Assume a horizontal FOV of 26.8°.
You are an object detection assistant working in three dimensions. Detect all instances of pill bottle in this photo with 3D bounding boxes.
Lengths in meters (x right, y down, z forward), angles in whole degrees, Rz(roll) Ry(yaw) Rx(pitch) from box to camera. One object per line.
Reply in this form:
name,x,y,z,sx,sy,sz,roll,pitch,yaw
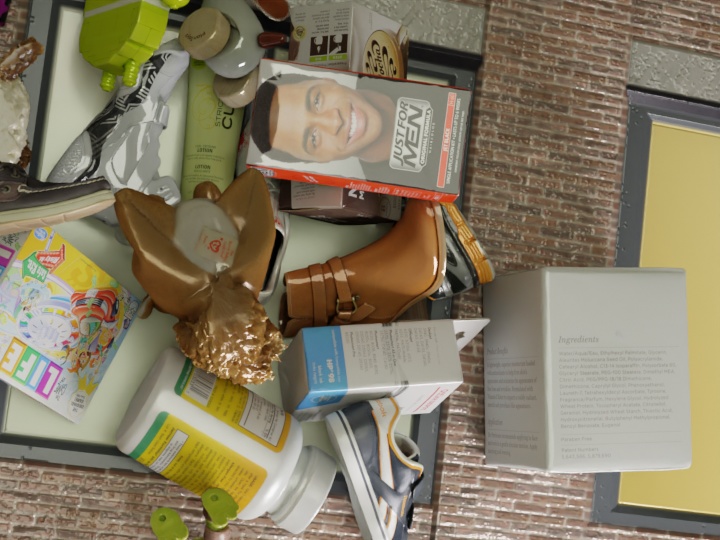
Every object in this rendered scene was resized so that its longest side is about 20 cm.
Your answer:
pill bottle,-0.126,0.169,1.457,0.199,0.113,0.114,31,77,-12

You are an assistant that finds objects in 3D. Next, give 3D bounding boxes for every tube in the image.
tube,-0.147,-0.152,1.506,0.057,0.052,0.203,15,74,-33

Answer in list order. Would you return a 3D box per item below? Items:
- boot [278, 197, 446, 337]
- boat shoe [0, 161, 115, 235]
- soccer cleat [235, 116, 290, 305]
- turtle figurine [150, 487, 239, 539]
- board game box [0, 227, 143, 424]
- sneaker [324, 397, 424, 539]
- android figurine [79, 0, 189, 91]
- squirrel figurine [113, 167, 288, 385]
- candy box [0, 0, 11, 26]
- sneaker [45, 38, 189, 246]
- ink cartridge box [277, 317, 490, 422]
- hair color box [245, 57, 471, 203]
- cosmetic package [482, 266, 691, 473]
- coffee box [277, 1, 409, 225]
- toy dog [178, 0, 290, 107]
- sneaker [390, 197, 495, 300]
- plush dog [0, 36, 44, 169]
boot,0.000,0.000,1.482,0.152,0.074,0.202,0,129,-12
boat shoe,-0.308,-0.063,1.271,0.197,0.072,0.066,-10,88,0
soccer cleat,-0.095,-0.063,1.499,0.068,0.085,0.203,10,83,-16
turtle figurine,-0.142,0.276,1.444,0.197,0.163,0.065,-8,46,-6
board game box,-0.288,0.046,1.386,0.034,0.200,0.136,21,77,28
sneaker,0.028,0.215,1.486,0.079,0.079,0.202,-22,122,-11
android figurine,-0.214,-0.270,1.433,0.041,0.181,0.203,15,79,-36
squirrel figurine,-0.152,0.021,1.400,0.140,0.187,0.202,-18,80,-24
candy box,-0.417,-0.293,1.393,0.197,0.136,0.062,12,81,-16
sneaker,-0.208,-0.123,1.478,0.115,0.075,0.201,40,81,-11
ink cartridge box,0.027,0.100,1.502,0.197,0.116,0.068,-3,70,-16
hair color box,-0.002,-0.128,1.397,0.197,0.061,0.103,7,86,-2
cosmetic package,0.228,0.101,1.544,0.163,0.165,0.203,1,86,-18
coffee box,-0.015,-0.152,1.495,0.113,0.079,0.203,12,80,-57
toy dog,-0.113,-0.264,1.470,0.095,0.132,0.203,-13,75,20
sneaker,0.060,-0.061,1.556,0.077,0.078,0.201,-31,87,7
plush dog,-0.363,-0.152,1.379,0.200,0.171,0.161,42,80,-21
